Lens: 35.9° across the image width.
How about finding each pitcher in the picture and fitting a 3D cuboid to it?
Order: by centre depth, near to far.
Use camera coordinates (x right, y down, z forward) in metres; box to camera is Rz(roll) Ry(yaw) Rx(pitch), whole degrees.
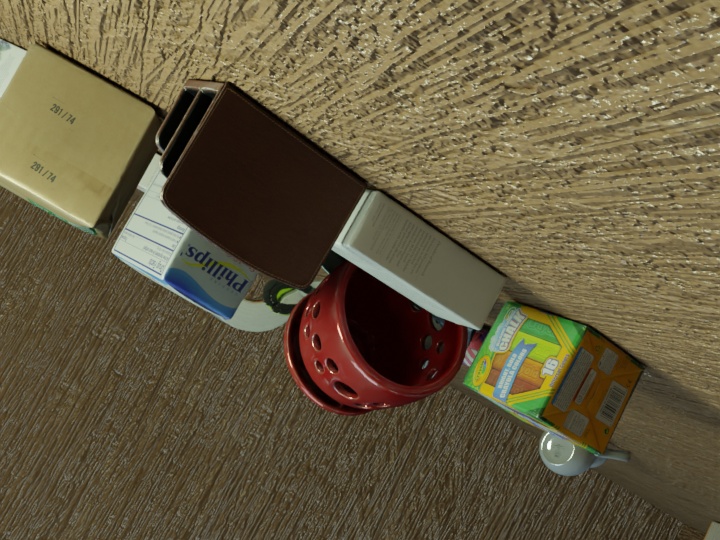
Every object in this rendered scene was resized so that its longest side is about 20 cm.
[{"bbox_3d":[0.504,0.406,2.505,0.170,0.122,0.200,1,169,32],"label":"pitcher"}]

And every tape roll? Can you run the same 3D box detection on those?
[{"bbox_3d":[-0.179,0.000,1.867,0.199,0.201,0.066,31,173,-15],"label":"tape roll"}]

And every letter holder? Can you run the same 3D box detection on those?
[{"bbox_3d":[-0.119,-0.084,1.161,0.199,0.143,0.100,33,173,-32],"label":"letter holder"}]

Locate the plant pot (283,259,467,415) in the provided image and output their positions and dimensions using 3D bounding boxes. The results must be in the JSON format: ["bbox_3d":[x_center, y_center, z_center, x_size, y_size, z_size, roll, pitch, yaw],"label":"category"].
[{"bbox_3d":[0.011,0.089,1.436,0.200,0.201,0.182,31,145,-17],"label":"plant pot"}]

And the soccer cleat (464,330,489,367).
[{"bbox_3d":[0.177,0.117,1.814,0.077,0.067,0.200,56,161,-6],"label":"soccer cleat"}]

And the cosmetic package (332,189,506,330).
[{"bbox_3d":[0.056,-0.015,1.256,0.199,0.072,0.101,33,173,-28],"label":"cosmetic package"}]

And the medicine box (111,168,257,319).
[{"bbox_3d":[-0.177,-0.067,1.300,0.103,0.201,0.182,33,173,-31],"label":"medicine box"}]

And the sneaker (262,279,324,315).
[{"bbox_3d":[-0.060,0.047,1.815,0.198,0.075,0.081,9,176,-3],"label":"sneaker"}]

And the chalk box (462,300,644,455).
[{"bbox_3d":[0.222,0.125,1.375,0.124,0.125,0.200,33,172,-32],"label":"chalk box"}]

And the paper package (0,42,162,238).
[{"bbox_3d":[-0.391,-0.172,1.495,0.199,0.192,0.103,28,174,1],"label":"paper package"}]

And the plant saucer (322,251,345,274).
[{"bbox_3d":[-0.075,-0.052,1.569,0.201,0.039,0.201,47,179,1],"label":"plant saucer"}]

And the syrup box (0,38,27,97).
[{"bbox_3d":[-0.545,-0.301,1.675,0.199,0.079,0.081,26,173,27],"label":"syrup box"}]

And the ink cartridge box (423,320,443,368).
[{"bbox_3d":[0.060,0.086,1.690,0.198,0.041,0.200,21,-158,14],"label":"ink cartridge box"}]

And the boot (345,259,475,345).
[{"bbox_3d":[0.077,0.033,1.573,0.199,0.066,0.165,26,165,10],"label":"boot"}]

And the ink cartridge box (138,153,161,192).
[{"bbox_3d":[-0.351,-0.160,1.990,0.199,0.068,0.117,31,174,-24],"label":"ink cartridge box"}]

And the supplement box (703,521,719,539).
[{"bbox_3d":[1.022,0.750,3.009,0.125,0.074,0.200,28,174,5],"label":"supplement box"}]
